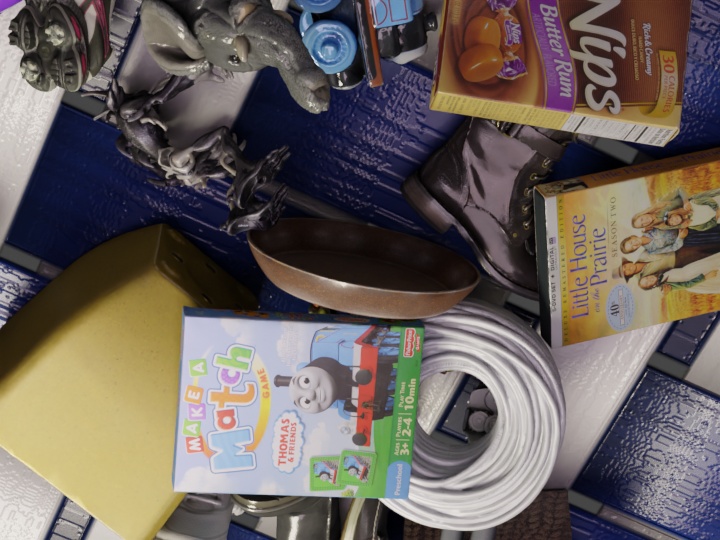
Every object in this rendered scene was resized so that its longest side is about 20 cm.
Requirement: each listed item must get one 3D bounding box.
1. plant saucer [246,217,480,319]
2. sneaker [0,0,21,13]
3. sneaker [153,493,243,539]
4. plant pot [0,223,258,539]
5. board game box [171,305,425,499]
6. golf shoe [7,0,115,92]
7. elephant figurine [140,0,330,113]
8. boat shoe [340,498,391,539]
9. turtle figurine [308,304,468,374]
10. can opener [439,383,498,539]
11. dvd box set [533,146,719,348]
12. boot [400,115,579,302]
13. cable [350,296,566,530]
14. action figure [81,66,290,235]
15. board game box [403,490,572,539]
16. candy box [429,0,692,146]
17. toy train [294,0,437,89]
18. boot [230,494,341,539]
[{"bbox_3d":[0.000,0.000,1.485,0.199,0.200,0.035,11,105,-2],"label":"plant saucer"},{"bbox_3d":[-0.351,-0.195,1.490,0.199,0.070,0.100,-18,122,15],"label":"sneaker"},{"bbox_3d":[-0.139,0.199,1.600,0.075,0.200,0.082,18,109,3],"label":"sneaker"},{"bbox_3d":[-0.194,0.078,1.549,0.194,0.196,0.200,40,106,-15],"label":"plant pot"},{"bbox_3d":[-0.053,0.111,1.470,0.198,0.037,0.152,3,103,-8],"label":"board game box"},{"bbox_3d":[-0.241,-0.246,1.424,0.077,0.088,0.201,13,118,25],"label":"golf shoe"},{"bbox_3d":[-0.119,-0.214,1.414,0.141,0.155,0.201,-22,115,13],"label":"elephant figurine"},{"bbox_3d":[0.009,0.281,1.661,0.066,0.072,0.202,14,84,11],"label":"boat shoe"},{"bbox_3d":[0.035,0.089,1.604,0.199,0.065,0.162,15,116,-4],"label":"turtle figurine"},{"bbox_3d":[0.108,0.203,1.604,0.052,0.066,0.201,11,80,12],"label":"can opener"},{"bbox_3d":[0.247,-0.022,1.520,0.199,0.029,0.147,-11,117,-13],"label":"dvd box set"},{"bbox_3d":[0.149,-0.082,1.511,0.199,0.069,0.174,35,112,-14],"label":"boot"},{"bbox_3d":[0.078,0.122,1.534,0.198,0.069,0.202,1,102,8],"label":"cable"},{"bbox_3d":[-0.140,-0.113,1.495,0.200,0.102,0.119,35,154,28],"label":"action figure"},{"bbox_3d":[0.126,0.322,1.697,0.158,0.097,0.201,-3,116,5],"label":"board game box"},{"bbox_3d":[0.162,-0.177,1.436,0.198,0.056,0.118,8,78,-4],"label":"candy box"},{"bbox_3d":[-0.002,-0.245,1.431,0.113,0.087,0.201,-10,116,2],"label":"toy train"},{"bbox_3d":[-0.066,0.253,1.645,0.072,0.181,0.201,29,120,28],"label":"boot"}]
